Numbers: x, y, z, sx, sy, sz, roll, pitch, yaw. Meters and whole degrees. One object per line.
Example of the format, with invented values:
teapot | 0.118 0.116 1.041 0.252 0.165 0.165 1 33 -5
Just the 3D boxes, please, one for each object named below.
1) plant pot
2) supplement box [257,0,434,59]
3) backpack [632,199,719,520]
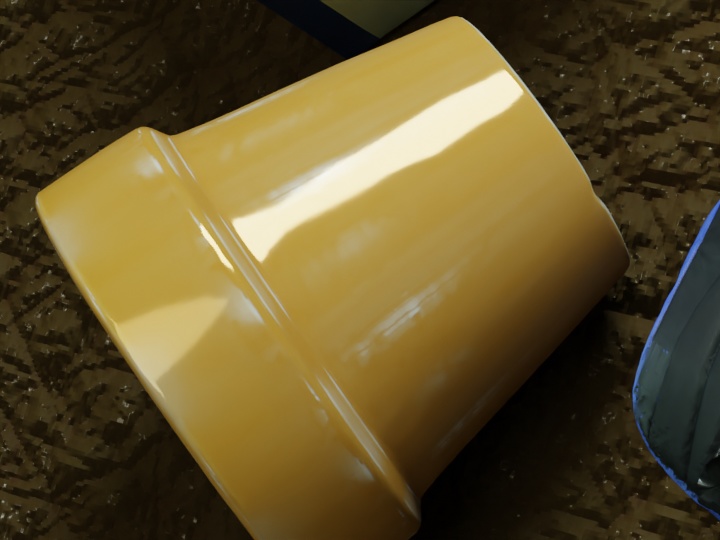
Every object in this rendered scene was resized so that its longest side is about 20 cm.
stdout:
plant pot | 0.000 0.000 0.908 0.183 0.200 0.200 -35 63 -2
supplement box | 0.007 -0.242 0.982 0.199 0.134 0.201 -32 65 18
backpack | 0.209 0.018 0.790 0.162 0.168 0.201 35 100 33
